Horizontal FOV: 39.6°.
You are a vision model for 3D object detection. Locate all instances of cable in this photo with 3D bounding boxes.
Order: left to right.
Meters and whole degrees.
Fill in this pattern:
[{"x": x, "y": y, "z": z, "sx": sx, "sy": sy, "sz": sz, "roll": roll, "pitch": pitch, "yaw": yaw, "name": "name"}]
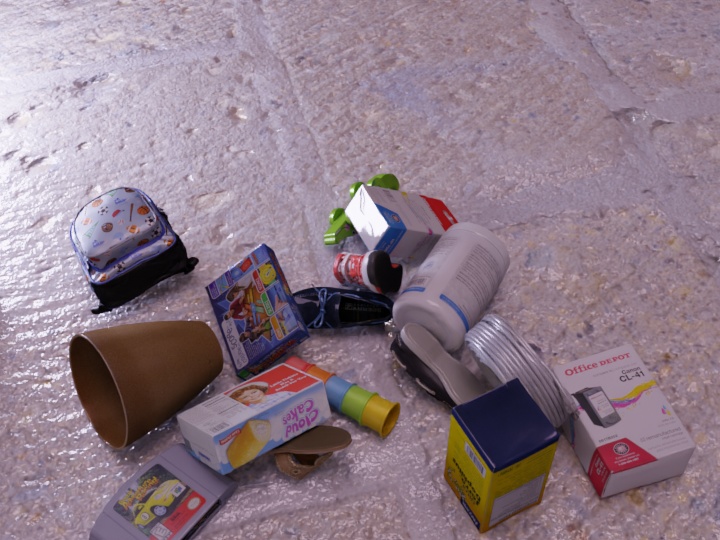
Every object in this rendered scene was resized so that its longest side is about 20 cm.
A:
[{"x": 0.237, "y": 0.160, "z": 1.522, "sx": 0.069, "sy": 0.200, "sz": 0.200, "roll": -37, "pitch": 86, "yaw": -4, "name": "cable"}]

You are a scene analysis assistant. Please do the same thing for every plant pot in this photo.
[{"x": -0.322, "y": 0.156, "z": 1.561, "sx": 0.200, "sy": 0.187, "sz": 0.186, "roll": -21, "pitch": 50, "yaw": -35, "name": "plant pot"}]

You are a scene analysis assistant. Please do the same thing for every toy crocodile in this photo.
[{"x": 0.000, "y": -0.114, "z": 1.848, "sx": 0.067, "sy": 0.062, "sz": 0.200, "roll": -9, "pitch": 36, "yaw": 49, "name": "toy crocodile"}]

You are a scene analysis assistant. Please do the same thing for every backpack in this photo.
[{"x": -0.416, "y": -0.052, "z": 1.739, "sx": 0.199, "sy": 0.154, "sz": 0.191, "roll": -27, "pitch": 45, "yaw": -16, "name": "backpack"}]

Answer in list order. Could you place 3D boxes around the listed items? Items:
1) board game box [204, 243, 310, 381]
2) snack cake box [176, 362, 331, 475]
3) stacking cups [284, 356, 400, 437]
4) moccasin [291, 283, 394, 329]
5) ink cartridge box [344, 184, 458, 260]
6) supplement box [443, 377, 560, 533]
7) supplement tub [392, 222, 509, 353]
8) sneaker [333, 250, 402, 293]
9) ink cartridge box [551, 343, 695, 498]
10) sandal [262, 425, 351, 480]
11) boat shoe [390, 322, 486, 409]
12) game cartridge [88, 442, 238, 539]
[{"x": -0.175, "y": 0.068, "z": 1.666, "sx": 0.135, "sy": 0.034, "sz": 0.200, "roll": -35, "pitch": 51, "yaw": 12, "name": "board game box"}, {"x": -0.159, "y": 0.219, "z": 1.507, "sx": 0.200, "sy": 0.067, "sz": 0.115, "roll": -24, "pitch": 22, "yaw": -31, "name": "snack cake box"}, {"x": -0.037, "y": 0.196, "z": 1.581, "sx": 0.199, "sy": 0.061, "sz": 0.061, "roll": 23, "pitch": 53, "yaw": 21, "name": "stacking cups"}, {"x": -0.039, "y": 0.059, "z": 1.672, "sx": 0.199, "sy": 0.081, "sz": 0.068, "roll": -5, "pitch": 5, "yaw": -2, "name": "moccasin"}, {"x": 0.085, "y": -0.081, "z": 1.776, "sx": 0.199, "sy": 0.067, "sz": 0.116, "roll": 7, "pitch": 39, "yaw": -40, "name": "ink cartridge box"}, {"x": 0.196, "y": 0.266, "z": 1.422, "sx": 0.109, "sy": 0.200, "sz": 0.110, "roll": -22, "pitch": 53, "yaw": -18, "name": "supplement box"}, {"x": 0.153, "y": 0.030, "z": 1.672, "sx": 0.132, "sy": 0.132, "sz": 0.200, "roll": 24, "pitch": 54, "yaw": 20, "name": "supplement tub"}, {"x": 0.000, "y": 0.001, "z": 1.675, "sx": 0.107, "sy": 0.201, "sz": 0.068, "roll": 8, "pitch": 87, "yaw": 14, "name": "sneaker"}, {"x": 0.393, "y": 0.228, "z": 1.529, "sx": 0.147, "sy": 0.086, "sz": 0.200, "roll": -15, "pitch": 52, "yaw": -12, "name": "ink cartridge box"}, {"x": -0.102, "y": 0.282, "z": 1.511, "sx": 0.211, "sy": 0.070, "sz": 0.078, "roll": -4, "pitch": 18, "yaw": 23, "name": "sandal"}, {"x": 0.126, "y": 0.174, "z": 1.593, "sx": 0.200, "sy": 0.060, "sz": 0.074, "roll": 45, "pitch": 38, "yaw": 9, "name": "boat shoe"}, {"x": -0.294, "y": 0.350, "z": 1.468, "sx": 0.133, "sy": 0.041, "sz": 0.200, "roll": 26, "pitch": 55, "yaw": 26, "name": "game cartridge"}]
